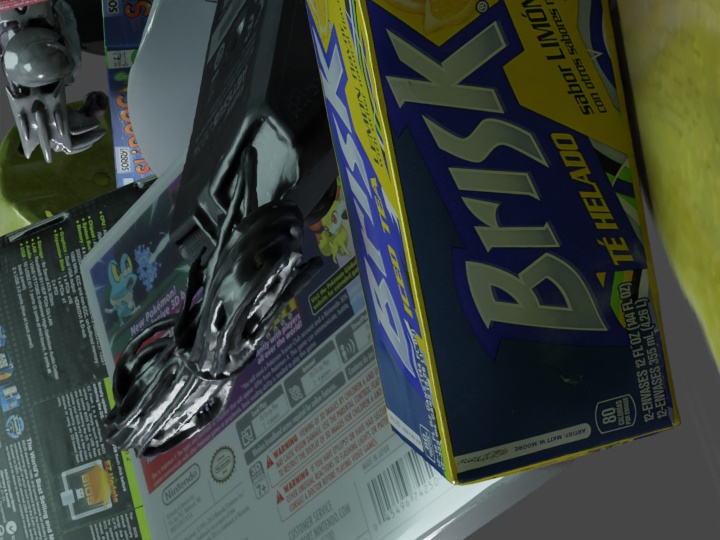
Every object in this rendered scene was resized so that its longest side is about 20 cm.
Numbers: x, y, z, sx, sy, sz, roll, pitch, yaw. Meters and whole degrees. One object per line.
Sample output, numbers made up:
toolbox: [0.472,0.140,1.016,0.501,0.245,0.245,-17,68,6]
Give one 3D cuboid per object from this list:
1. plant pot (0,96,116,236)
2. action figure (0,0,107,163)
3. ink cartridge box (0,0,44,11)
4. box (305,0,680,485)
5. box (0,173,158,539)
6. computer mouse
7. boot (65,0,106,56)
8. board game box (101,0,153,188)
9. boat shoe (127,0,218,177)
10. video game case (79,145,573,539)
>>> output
plant pot: [-0.175,-0.004,1.343,0.185,0.199,0.201,108,149,-47]
action figure: [-0.171,-0.137,1.132,0.200,0.069,0.131,-118,31,-66]
ink cartridge box: [-0.120,-0.186,0.890,0.200,0.144,0.085,132,123,-77]
box: [0.025,-0.053,0.530,0.070,0.064,0.202,-149,47,-75]
box: [-0.080,0.062,0.898,0.047,0.192,0.201,11,-119,-67]
computer mouse: [-0.020,-0.045,0.629,0.139,0.052,0.201,132,153,-58]
boot: [-0.177,-0.252,1.318,0.200,0.069,0.175,58,-155,-52]
board game box: [-0.126,-0.161,1.151,0.136,0.034,0.201,94,170,-57]
boat shoe: [-0.048,-0.116,0.810,0.057,0.068,0.201,-69,-9,-48]
video game case: [-0.022,0.027,0.718,0.200,0.023,0.183,-41,57,42]
